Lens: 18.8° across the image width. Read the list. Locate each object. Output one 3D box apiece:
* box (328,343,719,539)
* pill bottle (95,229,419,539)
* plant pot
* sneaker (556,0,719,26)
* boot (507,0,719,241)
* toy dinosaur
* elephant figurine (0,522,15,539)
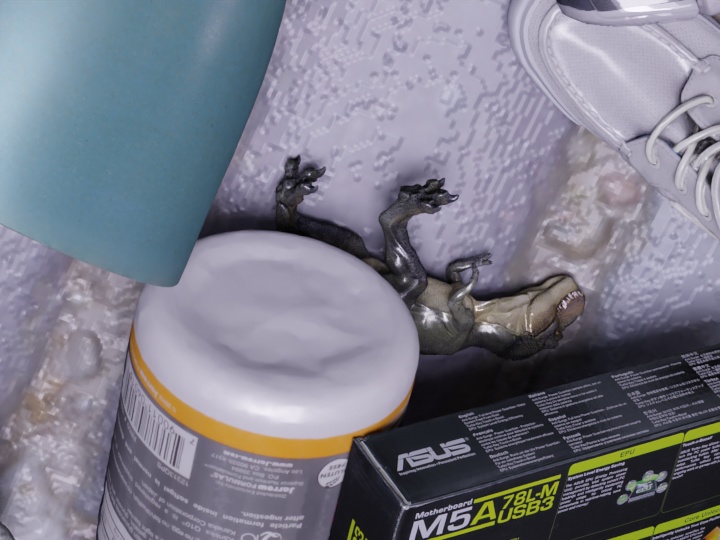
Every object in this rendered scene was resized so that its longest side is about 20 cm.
[{"bbox_3d":[0.074,0.129,0.921,0.200,0.048,0.193,-13,133,-28],"label":"box"},{"bbox_3d":[-0.050,0.091,0.914,0.116,0.116,0.200,9,129,-7],"label":"pill bottle"},{"bbox_3d":[-0.117,-0.112,0.811,0.201,0.201,0.161,29,95,-14],"label":"plant pot"},{"bbox_3d":[0.157,-0.174,0.856,0.200,0.078,0.112,-24,113,-12],"label":"sneaker"},{"bbox_3d":[0.150,-0.052,0.896,0.200,0.096,0.074,32,106,-15],"label":"boot"},{"bbox_3d":[0.000,0.000,0.938,0.200,0.047,0.088,1,118,0],"label":"toy dinosaur"},{"bbox_3d":[-0.206,0.108,0.914,0.142,0.155,0.200,38,115,7],"label":"elephant figurine"}]
